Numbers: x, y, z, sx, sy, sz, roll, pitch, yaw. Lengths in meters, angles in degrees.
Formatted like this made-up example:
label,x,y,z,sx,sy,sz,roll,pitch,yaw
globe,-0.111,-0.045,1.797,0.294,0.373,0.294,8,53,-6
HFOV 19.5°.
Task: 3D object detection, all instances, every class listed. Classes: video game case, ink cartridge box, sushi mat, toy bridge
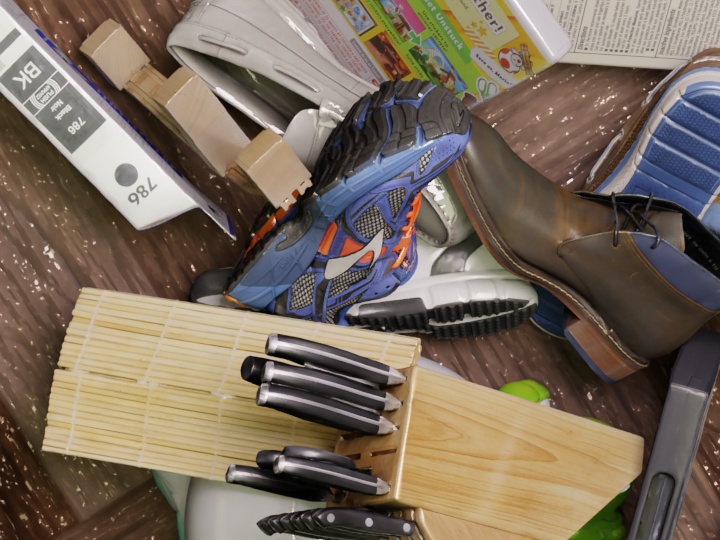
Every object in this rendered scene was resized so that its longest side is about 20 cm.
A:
label,x,y,z,sx,sy,sz,roll,pitch,yaw
video game case,0.166,0.133,1.171,0.025,0.200,0.182,16,100,10
ink cartridge box,-0.152,-0.080,1.164,0.200,0.099,0.039,45,91,-8
video game case,-0.003,-0.166,1.143,0.200,0.182,0.023,54,50,-9
sushi mat,-0.070,0.066,1.120,0.199,0.012,0.096,8,73,16
toy bridge,-0.085,-0.079,1.134,0.027,0.200,0.067,-45,131,-7

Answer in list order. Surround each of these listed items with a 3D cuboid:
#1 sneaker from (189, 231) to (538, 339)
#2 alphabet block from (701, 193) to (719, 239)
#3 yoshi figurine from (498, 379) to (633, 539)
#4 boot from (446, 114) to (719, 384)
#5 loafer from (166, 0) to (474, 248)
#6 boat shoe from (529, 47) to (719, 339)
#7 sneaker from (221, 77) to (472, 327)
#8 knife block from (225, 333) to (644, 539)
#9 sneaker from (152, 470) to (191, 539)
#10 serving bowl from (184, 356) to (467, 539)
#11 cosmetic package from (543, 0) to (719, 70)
label,x,y,z,sx,sy,sz,roll,pitch,yaw
sneaker,0.000,0.000,1.215,0.199,0.074,0.080,-5,70,-1
alphabet block,0.328,-0.030,1.174,0.200,0.196,0.196,40,94,-10
yoshi figurine,0.110,0.167,1.225,0.111,0.112,0.201,2,95,-15
boot,0.127,-0.030,1.137,0.097,0.075,0.200,-27,123,25
loafer,-0.021,-0.078,1.156,0.200,0.070,0.070,41,61,7
boat shoe,0.164,-0.042,1.205,0.072,0.072,0.200,32,124,-9
sneaker,0.005,-0.031,1.100,0.078,0.200,0.076,31,52,-14
knife block,0.031,0.079,1.056,0.200,0.064,0.176,-35,102,-34
sneaker,-0.063,0.085,1.212,0.139,0.078,0.201,-26,109,-4
serving bowl,0.003,0.136,1.133,0.199,0.066,0.201,0,80,-2
cosmetic package,0.126,-0.175,1.175,0.199,0.071,0.105,4,135,-7
